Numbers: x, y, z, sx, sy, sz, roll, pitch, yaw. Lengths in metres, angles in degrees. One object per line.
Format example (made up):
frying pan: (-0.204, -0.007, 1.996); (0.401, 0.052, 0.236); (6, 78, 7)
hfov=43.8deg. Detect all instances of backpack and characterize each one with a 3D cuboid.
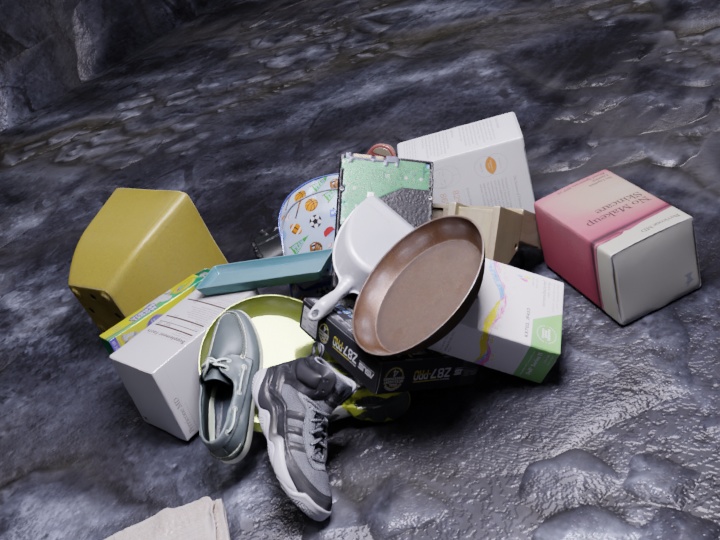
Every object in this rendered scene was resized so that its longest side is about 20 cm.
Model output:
backpack: (-0.042, -0.047, 1.358); (0.197, 0.154, 0.193); (-16, 65, 6)

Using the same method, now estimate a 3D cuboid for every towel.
towel: (-0.239, 0.336, 1.015); (0.197, 0.035, 0.133); (-24, 29, -6)

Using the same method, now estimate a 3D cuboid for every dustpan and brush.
dustpan and brush: (0.000, 0.000, 1.174); (0.139, 0.058, 0.200); (41, 46, 11)

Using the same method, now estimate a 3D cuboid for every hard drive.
hard drive: (0.032, -0.062, 1.260); (0.137, 0.038, 0.204); (5, 73, -7)

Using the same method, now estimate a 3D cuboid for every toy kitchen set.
toy kitchen set: (0.160, -0.001, 1.295); (0.161, 0.184, 0.199); (8, -1, 35)

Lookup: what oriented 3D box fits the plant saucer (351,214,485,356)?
plant saucer: (0.074, 0.023, 1.063); (0.199, 0.034, 0.202); (-35, 31, 25)

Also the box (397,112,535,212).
box: (0.172, -0.142, 1.437); (0.196, 0.154, 0.107); (-14, 29, 9)

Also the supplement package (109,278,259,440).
supplement package: (-0.228, 0.121, 1.275); (0.119, 0.123, 0.200); (10, 41, 45)

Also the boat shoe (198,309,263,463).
boat shoe: (-0.167, 0.135, 1.121); (0.072, 0.062, 0.203); (-12, 61, 21)

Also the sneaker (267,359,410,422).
sneaker: (-0.031, 0.150, 1.156); (0.196, 0.076, 0.085); (6, 22, 6)

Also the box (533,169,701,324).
box: (0.341, -0.037, 1.205); (0.126, 0.110, 0.200); (-24, 29, -9)

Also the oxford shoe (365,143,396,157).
oxford shoe: (0.029, -0.123, 1.455); (0.069, 0.203, 0.075); (21, 37, 14)

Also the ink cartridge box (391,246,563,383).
ink cartridge box: (0.146, 0.048, 1.106); (0.197, 0.068, 0.118); (17, 49, -3)

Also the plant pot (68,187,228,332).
plant pot: (-0.366, 0.005, 1.499); (0.192, 0.197, 0.201); (6, 47, 38)

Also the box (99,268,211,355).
box: (-0.278, 0.095, 1.354); (0.199, 0.119, 0.048); (-37, 27, -28)

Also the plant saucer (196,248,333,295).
plant saucer: (-0.134, 0.004, 1.271); (0.196, 0.019, 0.070); (-7, 26, 21)

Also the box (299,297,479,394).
box: (0.034, 0.090, 1.161); (0.159, 0.050, 0.199); (-2, 22, -34)

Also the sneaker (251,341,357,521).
sneaker: (-0.052, 0.178, 1.042); (0.113, 0.075, 0.202); (-34, 56, 14)

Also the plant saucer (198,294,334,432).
plant saucer: (-0.118, 0.127, 1.203); (0.196, 0.031, 0.203); (4, 59, -7)

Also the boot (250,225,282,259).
boot: (-0.097, -0.039, 1.514); (0.160, 0.074, 0.198); (-22, 22, -8)
